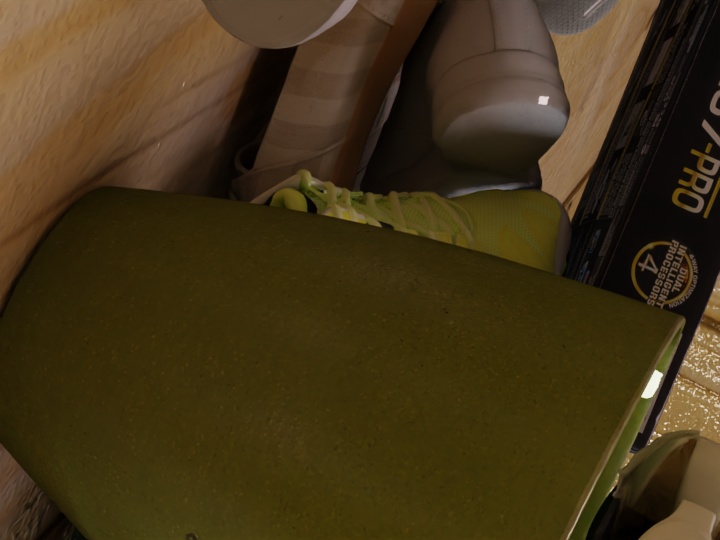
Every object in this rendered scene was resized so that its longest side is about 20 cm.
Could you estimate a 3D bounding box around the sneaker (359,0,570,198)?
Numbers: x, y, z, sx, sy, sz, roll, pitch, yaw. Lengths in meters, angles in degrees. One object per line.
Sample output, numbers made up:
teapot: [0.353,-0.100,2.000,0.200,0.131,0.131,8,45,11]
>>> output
sneaker: [0.043,-0.076,0.948,0.200,0.075,0.089,127,-41,-69]

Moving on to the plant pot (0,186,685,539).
plant pot: [-0.021,0.057,0.755,0.188,0.199,0.187,-61,170,-19]

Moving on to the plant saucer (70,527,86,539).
plant saucer: [-0.052,0.086,0.915,0.199,0.036,0.200,-32,-159,14]

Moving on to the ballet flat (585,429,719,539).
ballet flat: [0.100,0.094,0.701,0.200,0.073,0.073,-44,158,-58]

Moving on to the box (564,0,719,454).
box: [0.121,-0.028,0.918,0.161,0.049,0.201,165,-53,-85]

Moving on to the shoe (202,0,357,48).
shoe: [0.006,-0.168,0.690,0.091,0.071,0.201,-40,150,-54]

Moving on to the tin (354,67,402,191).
tin: [-0.019,-0.031,1.032,0.112,0.042,0.201,-36,152,-61]

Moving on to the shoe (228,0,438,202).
shoe: [-0.022,-0.062,0.917,0.070,0.053,0.201,-91,-156,-62]

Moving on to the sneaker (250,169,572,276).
sneaker: [0.000,0.000,0.870,0.199,0.075,0.077,-18,131,-26]

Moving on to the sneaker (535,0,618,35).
sneaker: [0.049,-0.150,1.003,0.071,0.080,0.200,-52,156,25]
